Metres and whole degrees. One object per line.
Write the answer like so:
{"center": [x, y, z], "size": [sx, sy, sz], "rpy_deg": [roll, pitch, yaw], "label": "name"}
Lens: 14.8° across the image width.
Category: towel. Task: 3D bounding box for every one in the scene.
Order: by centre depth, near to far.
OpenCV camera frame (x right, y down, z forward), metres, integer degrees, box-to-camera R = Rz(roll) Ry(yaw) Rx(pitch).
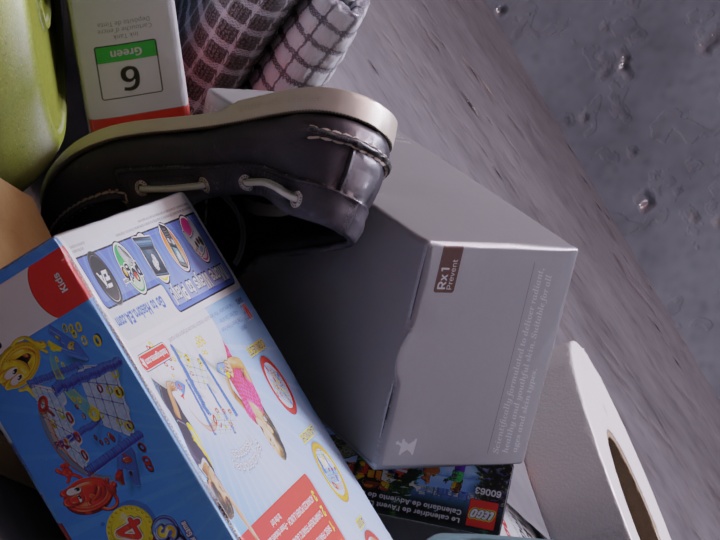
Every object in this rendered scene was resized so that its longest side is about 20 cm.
{"center": [-0.063, -0.136, 1.422], "size": [0.085, 0.166, 0.200], "rpy_deg": [24, 33, -15], "label": "towel"}

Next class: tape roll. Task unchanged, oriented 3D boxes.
{"center": [0.122, 0.131, 1.318], "size": [0.203, 0.037, 0.204], "rpy_deg": [-23, 90, -81], "label": "tape roll"}

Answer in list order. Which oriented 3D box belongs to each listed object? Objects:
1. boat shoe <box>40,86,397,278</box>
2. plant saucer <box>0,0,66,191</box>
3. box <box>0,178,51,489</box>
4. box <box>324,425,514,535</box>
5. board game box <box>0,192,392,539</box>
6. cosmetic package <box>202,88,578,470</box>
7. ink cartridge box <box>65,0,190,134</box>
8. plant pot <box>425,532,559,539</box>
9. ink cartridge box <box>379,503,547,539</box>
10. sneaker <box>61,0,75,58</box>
{"center": [-0.069, -0.025, 1.175], "size": [0.073, 0.199, 0.063], "rpy_deg": [29, 59, -40], "label": "boat shoe"}
{"center": [-0.151, -0.130, 1.190], "size": [0.200, 0.031, 0.201], "rpy_deg": [-7, 90, -90], "label": "plant saucer"}
{"center": [-0.148, 0.011, 1.054], "size": [0.164, 0.021, 0.200], "rpy_deg": [62, 12, 25], "label": "box"}
{"center": [0.005, 0.066, 1.321], "size": [0.136, 0.038, 0.200], "rpy_deg": [12, 14, 1], "label": "box"}
{"center": [-0.062, 0.074, 1.056], "size": [0.196, 0.056, 0.200], "rpy_deg": [59, 11, 0], "label": "board game box"}
{"center": [0.000, 0.000, 1.222], "size": [0.090, 0.107, 0.200], "rpy_deg": [0, 24, -36], "label": "cosmetic package"}
{"center": [-0.108, -0.107, 1.284], "size": [0.109, 0.050, 0.201], "rpy_deg": [-106, -173, -54], "label": "ink cartridge box"}
{"center": [0.106, 0.222, 1.059], "size": [0.196, 0.195, 0.201], "rpy_deg": [-37, 130, -80], "label": "plant pot"}
{"center": [0.085, 0.204, 1.367], "size": [0.200, 0.083, 0.147], "rpy_deg": [43, 16, -49], "label": "ink cartridge box"}
{"center": [-0.177, -0.189, 1.401], "size": [0.130, 0.080, 0.200], "rpy_deg": [27, -23, 9], "label": "sneaker"}
